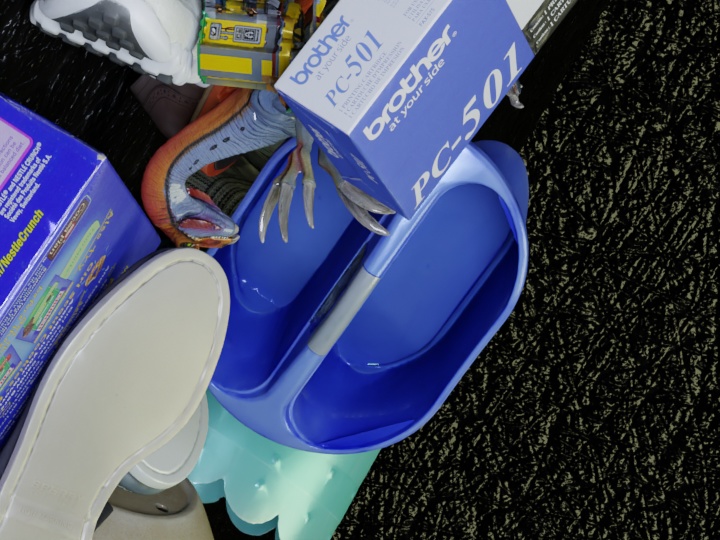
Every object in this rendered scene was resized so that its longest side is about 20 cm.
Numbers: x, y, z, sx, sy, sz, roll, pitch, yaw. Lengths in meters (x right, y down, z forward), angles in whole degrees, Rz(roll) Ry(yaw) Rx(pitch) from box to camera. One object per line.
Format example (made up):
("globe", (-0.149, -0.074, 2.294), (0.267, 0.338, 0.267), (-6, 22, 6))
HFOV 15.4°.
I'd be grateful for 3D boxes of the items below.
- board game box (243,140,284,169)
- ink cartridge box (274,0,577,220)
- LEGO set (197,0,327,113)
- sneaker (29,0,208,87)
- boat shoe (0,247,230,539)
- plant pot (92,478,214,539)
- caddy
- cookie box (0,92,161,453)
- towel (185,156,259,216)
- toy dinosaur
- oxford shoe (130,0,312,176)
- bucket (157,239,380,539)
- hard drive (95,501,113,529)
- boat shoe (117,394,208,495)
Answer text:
("board game box", (-0.015, -0.072, 1.569), (0.064, 0.147, 0.200), (-56, 174, -2))
("ink cartridge box", (0.053, -0.125, 1.102), (0.200, 0.044, 0.094), (-52, 154, -7))
("LEGO set", (0.001, -0.168, 1.100), (0.154, 0.116, 0.200), (-71, 166, -63))
("sneaker", (-0.091, -0.126, 1.152), (0.200, 0.075, 0.081), (-71, -175, -84))
("boat shoe", (-0.132, 0.071, 1.205), (0.200, 0.073, 0.063), (-59, -149, 1))
("plant pot", (-0.156, 0.170, 1.484), (0.135, 0.200, 0.200), (-66, 171, 20))
("caddy", (0.000, 0.000, 1.330), (0.200, 0.141, 0.105), (-55, -174, 28))
("cookie box", (-0.173, 0.021, 1.168), (0.171, 0.075, 0.200), (-56, 173, -7))
("towel", (-0.022, -0.010, 1.607), (0.035, 0.192, 0.200), (-57, 172, 4))
("toy dinosaur", (-0.019, -0.084, 1.243), (0.105, 0.181, 0.200), (61, 19, -60))
("oxford shoe", (-0.063, -0.135, 1.275), (0.071, 0.073, 0.200), (-37, 160, -49))
("bucket", (-0.075, 0.076, 1.624), (0.135, 0.207, 0.207), (-58, 173, -9))
("hard drive", (-0.227, 0.177, 1.331), (0.200, 0.038, 0.140), (-32, -171, 37))
("boat shoe", (-0.127, 0.044, 1.317), (0.062, 0.073, 0.200), (-42, -139, 22))
